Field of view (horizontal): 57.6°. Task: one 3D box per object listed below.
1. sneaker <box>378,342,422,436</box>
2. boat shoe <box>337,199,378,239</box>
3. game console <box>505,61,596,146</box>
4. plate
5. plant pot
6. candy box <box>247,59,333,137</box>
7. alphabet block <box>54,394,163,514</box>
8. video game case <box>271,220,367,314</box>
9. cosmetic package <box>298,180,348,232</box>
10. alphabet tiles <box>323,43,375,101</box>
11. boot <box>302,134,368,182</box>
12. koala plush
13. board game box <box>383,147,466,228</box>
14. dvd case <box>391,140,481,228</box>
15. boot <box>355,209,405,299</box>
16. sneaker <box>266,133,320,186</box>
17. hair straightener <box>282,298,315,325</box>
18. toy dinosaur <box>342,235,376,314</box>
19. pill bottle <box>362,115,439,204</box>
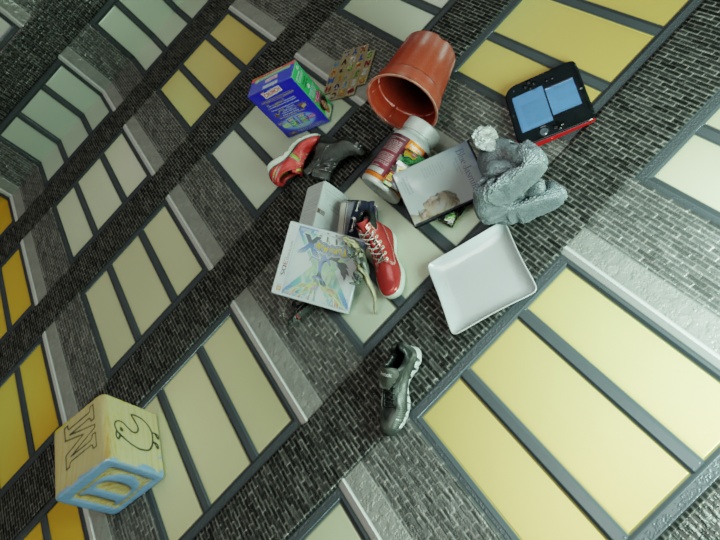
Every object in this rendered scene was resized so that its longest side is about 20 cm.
[{"bbox_3d":[0.067,0.238,1.357,0.066,0.090,0.201,1,64,38],"label":"sneaker"},{"bbox_3d":[-0.006,-0.088,1.635,0.092,0.075,0.202,-3,71,17],"label":"boat shoe"},{"bbox_3d":[0.433,-0.382,1.512,0.176,0.031,0.201,-23,52,25],"label":"game console"},{"bbox_3d":[0.256,0.019,1.392,0.199,0.032,0.201,-30,48,17],"label":"plate"},{"bbox_3d":[0.146,-0.501,1.706,0.200,0.201,0.196,7,59,40],"label":"plant pot"},{"bbox_3d":[-0.207,-0.508,1.960,0.168,0.200,0.078,-13,56,30],"label":"candy box"},{"bbox_3d":[-0.648,0.474,1.684,0.196,0.195,0.201,-36,48,11],"label":"alphabet block"},{"bbox_3d":[-0.100,-0.008,1.587,0.198,0.022,0.184,15,88,8],"label":"video game case"},{"bbox_3d":[-0.102,-0.118,1.698,0.074,0.101,0.202,-16,55,42],"label":"cosmetic package"},{"bbox_3d":[-0.035,-0.614,2.031,0.165,0.006,0.201,-2,62,36],"label":"alphabet tiles"},{"bbox_3d":[-0.070,-0.302,1.831,0.199,0.070,0.133,16,80,50],"label":"boot"},{"bbox_3d":[0.306,-0.212,1.400,0.183,0.177,0.201,-30,46,18],"label":"koala plush"},{"bbox_3d":[0.162,-0.196,1.543,0.199,0.023,0.105,34,83,15],"label":"board game box"},{"bbox_3d":[0.189,-0.200,1.518,0.199,0.018,0.144,-24,73,3],"label":"dvd case"},{"bbox_3d":[0.038,-0.041,1.519,0.072,0.144,0.201,-24,52,21],"label":"boot"},{"bbox_3d":[-0.182,-0.319,1.928,0.200,0.077,0.085,-39,67,12],"label":"sneaker"},{"bbox_3d":[-0.124,0.066,1.655,0.200,0.041,0.077,-42,45,14],"label":"hair straightener"},{"bbox_3d":[0.000,0.000,1.510,0.047,0.088,0.202,-21,76,15],"label":"toy dinosaur"},{"bbox_3d":[0.104,-0.277,1.638,0.114,0.114,0.201,33,85,44],"label":"pill bottle"}]
